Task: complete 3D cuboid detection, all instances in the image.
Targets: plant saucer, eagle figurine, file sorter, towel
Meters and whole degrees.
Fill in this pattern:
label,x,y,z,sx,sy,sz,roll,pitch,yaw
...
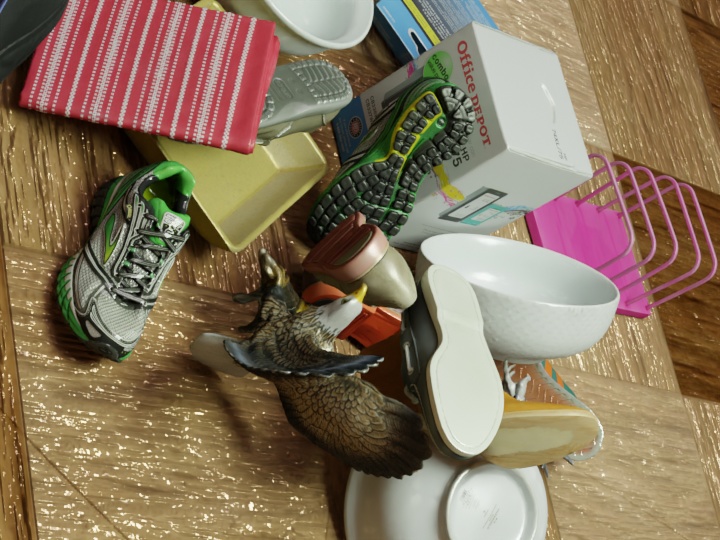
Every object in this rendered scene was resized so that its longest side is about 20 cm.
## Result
label,x,y,z,sx,sy,sz,roll,pitch,yaw
plant saucer,-0.139,-0.127,1.519,0.200,0.048,0.200,55,36,-8
eagle figurine,-0.040,0.073,1.352,0.151,0.151,0.200,1,40,-25
file sorter,0.305,-0.042,1.948,0.199,0.125,0.140,11,58,-48
towel,-0.173,-0.171,1.410,0.199,0.023,0.145,11,54,-4

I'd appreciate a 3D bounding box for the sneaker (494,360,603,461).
label,x,y,z,sx,sy,sz,roll,pitch,yaw
sneaker,0.169,0.118,1.726,0.200,0.071,0.080,50,-5,8

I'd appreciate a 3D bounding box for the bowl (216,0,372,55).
label,x,y,z,sx,sy,sz,roll,pitch,yaw
bowl,-0.086,-0.288,1.647,0.201,0.090,0.202,31,44,-35

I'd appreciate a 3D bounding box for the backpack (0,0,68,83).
label,x,y,z,sx,sy,sz,roll,pitch,yaw
backpack,-0.294,-0.250,1.298,0.147,0.183,0.200,33,29,-2

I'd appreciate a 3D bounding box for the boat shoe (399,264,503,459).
label,x,y,z,sx,sy,sz,roll,pitch,yaw
boat shoe,0.068,0.084,1.379,0.073,0.062,0.201,23,38,-25

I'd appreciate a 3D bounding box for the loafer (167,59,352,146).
label,x,y,z,sx,sy,sz,roll,pitch,yaw
loafer,-0.097,-0.135,1.474,0.199,0.070,0.075,-9,57,-36

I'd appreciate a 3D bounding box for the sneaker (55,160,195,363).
label,x,y,z,sx,sy,sz,roll,pitch,yaw
sneaker,-0.185,-0.015,1.350,0.078,0.085,0.201,36,42,-31

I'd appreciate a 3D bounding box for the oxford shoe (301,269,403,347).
label,x,y,z,sx,sy,sz,roll,pitch,yaw
oxford shoe,0.027,0.041,1.592,0.200,0.071,0.073,32,39,-34

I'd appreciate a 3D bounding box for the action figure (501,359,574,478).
label,x,y,z,sx,sy,sz,roll,pitch,yaw
action figure,0.119,0.141,1.599,0.199,0.119,0.103,18,60,-37

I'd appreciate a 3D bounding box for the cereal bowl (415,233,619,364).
label,x,y,z,sx,sy,sz,roll,pitch,yaw
cereal bowl,0.146,0.035,1.629,0.200,0.199,0.084,-12,118,-54

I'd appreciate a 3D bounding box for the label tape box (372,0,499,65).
label,x,y,z,sx,sy,sz,roll,pitch,yaw
label tape box,0.077,-0.257,1.866,0.144,0.066,0.200,54,37,-9

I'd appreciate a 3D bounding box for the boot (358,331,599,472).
label,x,y,z,sx,sy,sz,roll,pitch,yaw
boot,0.096,0.098,1.429,0.144,0.200,0.071,-92,172,-46

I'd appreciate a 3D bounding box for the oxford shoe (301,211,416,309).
label,x,y,z,sx,sy,sz,roll,pitch,yaw
oxford shoe,0.000,0.000,1.460,0.074,0.071,0.200,46,0,-12

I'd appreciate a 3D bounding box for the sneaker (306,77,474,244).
label,x,y,z,sx,sy,sz,roll,pitch,yaw
sneaker,0.026,-0.097,1.583,0.078,0.200,0.085,42,8,-22

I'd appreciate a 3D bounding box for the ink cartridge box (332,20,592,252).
label,x,y,z,sx,sy,sz,roll,pitch,yaw
ink cartridge box,0.101,-0.127,1.685,0.146,0.200,0.147,12,57,-47

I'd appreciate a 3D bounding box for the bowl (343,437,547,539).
label,x,y,z,sx,sy,sz,roll,pitch,yaw
bowl,0.092,0.212,1.463,0.200,0.090,0.202,3,83,-29
